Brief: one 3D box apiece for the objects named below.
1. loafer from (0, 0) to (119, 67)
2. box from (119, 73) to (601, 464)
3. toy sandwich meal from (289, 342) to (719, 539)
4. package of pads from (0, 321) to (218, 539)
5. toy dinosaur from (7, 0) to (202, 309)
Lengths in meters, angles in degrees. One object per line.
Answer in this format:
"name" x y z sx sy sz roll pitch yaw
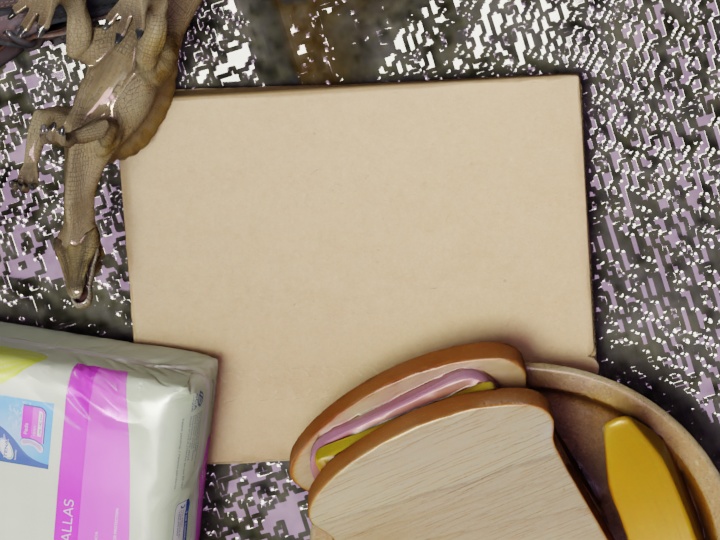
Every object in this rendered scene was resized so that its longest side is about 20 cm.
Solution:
"loafer" -0.168 -0.107 1.207 0.200 0.072 0.063 -5 106 -26
"box" 0.000 0.000 1.263 0.200 0.021 0.164 -3 101 6
"toy sandwich meal" 0.066 0.125 1.243 0.205 0.070 0.206 2 111 4
"package of pads" -0.167 0.101 1.267 0.200 0.068 0.155 10 105 11
"toy dinosaur" -0.093 -0.087 1.201 0.058 0.101 0.200 28 87 25
